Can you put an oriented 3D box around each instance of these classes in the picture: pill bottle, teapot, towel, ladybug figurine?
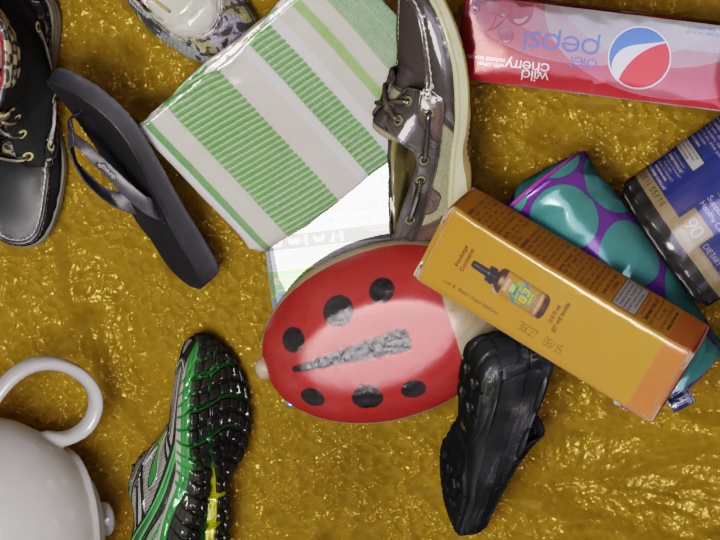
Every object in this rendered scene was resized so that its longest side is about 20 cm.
[{"bbox_3d":[0.299,-0.072,1.408,0.200,0.112,0.112,-36,95,11],"label":"pill bottle"},{"bbox_3d":[-0.258,0.195,1.496,0.146,0.200,0.198,-7,65,-28],"label":"teapot"},{"bbox_3d":[-0.045,-0.120,1.445,0.200,0.023,0.153,-40,113,8],"label":"towel"},{"bbox_3d":[0.015,0.051,1.461,0.200,0.072,0.136,-20,98,9],"label":"ladybug figurine"}]

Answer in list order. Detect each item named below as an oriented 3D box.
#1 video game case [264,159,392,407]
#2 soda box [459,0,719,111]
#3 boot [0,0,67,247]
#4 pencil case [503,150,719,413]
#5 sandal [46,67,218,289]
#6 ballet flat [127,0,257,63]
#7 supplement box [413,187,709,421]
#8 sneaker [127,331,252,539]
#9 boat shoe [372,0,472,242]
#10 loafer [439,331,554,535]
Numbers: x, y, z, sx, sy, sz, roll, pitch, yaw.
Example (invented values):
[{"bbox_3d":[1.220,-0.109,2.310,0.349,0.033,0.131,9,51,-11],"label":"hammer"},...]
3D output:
[{"bbox_3d":[0.000,0.000,1.500,0.143,0.018,0.201,-6,99,6],"label":"video game case"},{"bbox_3d":[0.172,-0.161,1.427,0.199,0.070,0.064,7,101,4],"label":"soda box"},{"bbox_3d":[-0.269,-0.110,1.438,0.073,0.154,0.204,4,99,5],"label":"boot"},{"bbox_3d":[0.183,0.012,1.449,0.092,0.085,0.200,-36,94,-1],"label":"pencil case"},{"bbox_3d":[-0.173,-0.063,1.452,0.043,0.076,0.200,-40,113,-20],"label":"sandal"},{"bbox_3d":[-0.157,-0.223,1.451,0.072,0.072,0.200,-44,93,11],"label":"ballet flat"},{"bbox_3d":[0.142,0.021,1.383,0.200,0.069,0.067,31,118,7],"label":"supplement box"},{"bbox_3d":[-0.144,0.146,1.510,0.085,0.078,0.201,11,89,33],"label":"sneaker"},{"bbox_3d":[0.041,-0.109,1.408,0.065,0.073,0.200,-14,114,-15],"label":"boat shoe"},{"bbox_3d":[0.103,0.125,1.456,0.070,0.068,0.201,-5,134,-16],"label":"loafer"}]
